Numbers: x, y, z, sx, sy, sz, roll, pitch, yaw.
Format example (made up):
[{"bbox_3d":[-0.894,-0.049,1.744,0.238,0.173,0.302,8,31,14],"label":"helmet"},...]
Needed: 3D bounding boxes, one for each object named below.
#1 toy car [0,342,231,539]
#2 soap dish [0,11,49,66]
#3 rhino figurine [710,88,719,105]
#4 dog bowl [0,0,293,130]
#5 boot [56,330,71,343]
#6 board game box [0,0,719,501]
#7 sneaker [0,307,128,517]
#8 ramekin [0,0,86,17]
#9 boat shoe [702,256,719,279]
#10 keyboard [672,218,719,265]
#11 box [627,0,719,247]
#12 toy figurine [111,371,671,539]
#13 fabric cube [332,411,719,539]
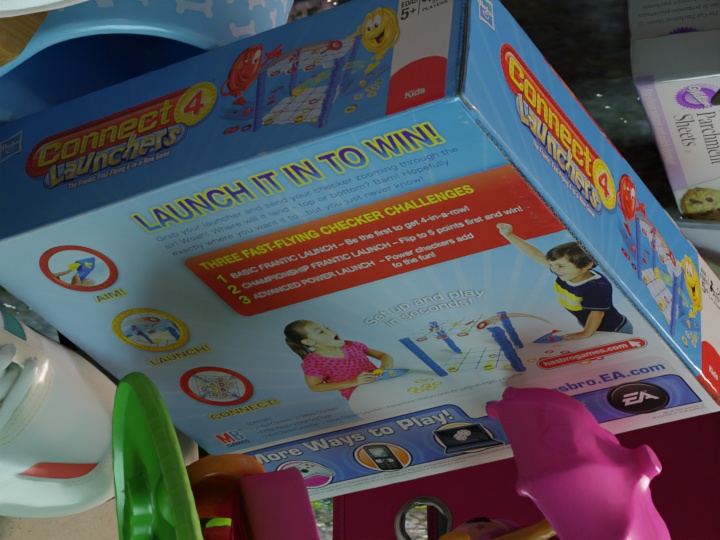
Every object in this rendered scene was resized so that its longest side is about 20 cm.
[{"bbox_3d":[-0.167,0.097,0.874,0.164,0.158,0.200,32,167,-37],"label":"toy car"},{"bbox_3d":[-0.202,-0.109,0.629,0.157,0.082,0.200,-18,148,33],"label":"soap dish"},{"bbox_3d":[0.218,-0.069,0.718,0.199,0.060,0.088,-9,155,-5],"label":"rhino figurine"},{"bbox_3d":[-0.109,-0.067,0.755,0.111,0.050,0.200,22,147,-39],"label":"dog bowl"},{"bbox_3d":[-0.087,0.010,0.914,0.096,0.075,0.200,-13,160,-8],"label":"boot"},{"bbox_3d":[0.000,0.000,0.734,0.199,0.056,0.196,-15,140,28],"label":"board game box"},{"bbox_3d":[-0.156,0.030,0.700,0.199,0.071,0.093,32,168,-20],"label":"sneaker"},{"bbox_3d":[-0.092,-0.145,0.482,0.201,0.095,0.203,-10,146,-7],"label":"ramekin"},{"bbox_3d":[0.095,0.022,0.839,0.200,0.063,0.073,25,154,-13],"label":"boat shoe"},{"bbox_3d":[0.092,-0.011,0.864,0.199,0.011,0.056,5,152,27],"label":"keyboard"},{"bbox_3d":[0.142,-0.043,0.818,0.041,0.039,0.200,-7,154,14],"label":"box"},{"bbox_3d":[0.016,0.110,0.723,0.183,0.151,0.200,-8,148,-15],"label":"toy figurine"},{"bbox_3d":[0.107,0.155,1.051,0.198,0.197,0.200,-7,153,15],"label":"fabric cube"}]
